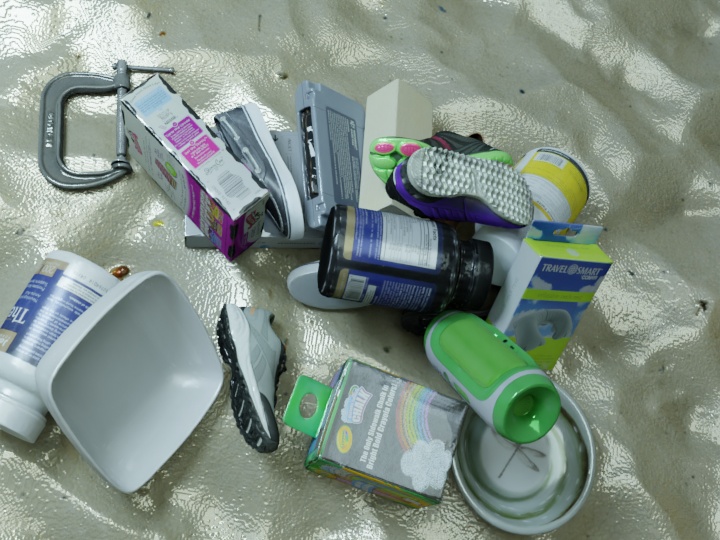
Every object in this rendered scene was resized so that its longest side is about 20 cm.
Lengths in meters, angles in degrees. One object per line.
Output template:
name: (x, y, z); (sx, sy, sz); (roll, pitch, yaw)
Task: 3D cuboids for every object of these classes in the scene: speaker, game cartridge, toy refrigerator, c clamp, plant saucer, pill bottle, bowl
speaker: (0.147, 0.117, 0.966); (0.087, 0.200, 0.089); (-8, 113, -19)
game cartridge: (-0.027, -0.140, 1.108); (0.133, 0.041, 0.202); (18, 62, -55)
toy refrigerator: (0.047, -0.149, 1.129); (0.076, 0.070, 0.202); (26, 55, -38)
c clamp: (-0.341, -0.198, 1.105); (0.169, 0.027, 0.202); (5, 69, -11)
plant saucer: (0.199, 0.230, 1.055); (0.198, 0.050, 0.203); (5, 71, -13)
pill bottle: (0.054, -0.009, 1.002); (0.198, 0.112, 0.113); (10, 69, -9)
pill bottle: (0.222, -0.071, 1.114); (0.112, 0.112, 0.200); (40, 53, 4)
pill bottle: (-0.359, 0.087, 0.954); (0.110, 0.111, 0.201); (25, 67, -2)
bowl: (-0.262, 0.117, 0.935); (0.074, 0.201, 0.200); (9, 45, 36)

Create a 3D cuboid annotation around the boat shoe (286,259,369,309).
boat shoe: (0.000, 0.000, 1.095); (0.197, 0.071, 0.070); (-5, 44, -10)

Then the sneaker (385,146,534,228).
sneaker: (0.116, -0.092, 1.005); (0.198, 0.099, 0.070); (15, 68, -29)

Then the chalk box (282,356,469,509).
chalk box: (0.007, 0.190, 0.992); (0.198, 0.124, 0.126); (22, 69, -3)

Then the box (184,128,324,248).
box: (-0.135, -0.110, 1.112); (0.197, 0.041, 0.158); (-1, 72, -11)

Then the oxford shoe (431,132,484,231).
oxford shoe: (0.121, -0.112, 1.141); (0.071, 0.071, 0.201); (25, 61, -3)

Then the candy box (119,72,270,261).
candy box: (-0.200, -0.121, 1.007); (0.061, 0.137, 0.200); (-42, 83, -21)

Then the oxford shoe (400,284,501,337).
oxford shoe: (0.138, 0.042, 1.106); (0.198, 0.073, 0.085); (-6, 65, -24)

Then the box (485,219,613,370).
box: (0.230, 0.037, 1.047); (0.121, 0.202, 0.048); (3, 34, -29)

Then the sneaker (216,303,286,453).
sneaker: (-0.119, 0.122, 0.996); (0.078, 0.074, 0.202); (0, 51, -23)

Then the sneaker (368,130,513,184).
sneaker: (0.097, -0.138, 1.070); (0.198, 0.077, 0.084); (5, 27, -24)

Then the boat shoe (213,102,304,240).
boat shoe: (-0.132, -0.122, 1.057); (0.067, 0.072, 0.202); (-18, 73, -20)
